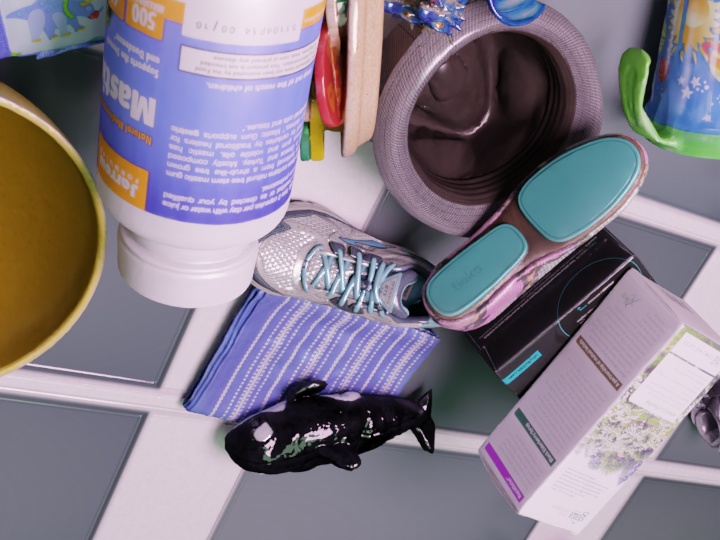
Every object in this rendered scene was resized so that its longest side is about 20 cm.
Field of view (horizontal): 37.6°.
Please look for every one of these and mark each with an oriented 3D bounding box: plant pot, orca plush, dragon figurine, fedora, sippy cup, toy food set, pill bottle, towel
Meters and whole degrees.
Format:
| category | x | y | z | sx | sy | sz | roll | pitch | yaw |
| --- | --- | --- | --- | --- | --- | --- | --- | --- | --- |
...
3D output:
| category | x | y | z | sx | sy | sz | roll | pitch | yaw |
| --- | --- | --- | --- | --- | --- | --- | --- | --- | --- |
| plant pot | -0.267 | -0.047 | 0.639 | 0.199 | 0.142 | 0.201 | -13 | 127 | -18 |
| orca plush | -0.014 | 0.158 | 0.928 | 0.199 | 0.071 | 0.106 | 8 | 121 | -31 |
| dragon figurine | 0.091 | -0.196 | 0.674 | 0.200 | 0.059 | 0.100 | -18 | 136 | -49 |
| fedora | 0.080 | -0.126 | 0.786 | 0.177 | 0.090 | 0.200 | -47 | 136 | 11 |
| sippy cup | 0.295 | -0.172 | 0.843 | 0.178 | 0.139 | 0.131 | -40 | 131 | -50 |
| toy food set | -0.013 | -0.166 | 0.652 | 0.048 | 0.199 | 0.200 | 2 | 159 | -3 |
| pill bottle | -0.087 | -0.082 | 0.583 | 0.111 | 0.112 | 0.201 | -3 | 126 | -24 |
| towel | -0.039 | 0.087 | 0.919 | 0.199 | 0.024 | 0.145 | 19 | 113 | -35 |

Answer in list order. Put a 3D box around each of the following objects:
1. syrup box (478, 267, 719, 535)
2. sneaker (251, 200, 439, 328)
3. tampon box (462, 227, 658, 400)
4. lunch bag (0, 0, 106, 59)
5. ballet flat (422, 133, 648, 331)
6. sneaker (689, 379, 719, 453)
| category | x | y | z | sx | sy | sz | roll | pitch | yaw |
| --- | --- | --- | --- | --- | --- | --- | --- | --- | --- |
| syrup box | 0.192 | 0.107 | 0.842 | 0.079 | 0.082 | 0.200 | 26 | 110 | -34 |
| sneaker | 0.000 | 0.000 | 0.829 | 0.199 | 0.086 | 0.078 | 13 | 98 | -35 |
| tampon box | 0.192 | 0.053 | 0.940 | 0.150 | 0.126 | 0.200 | -41 | 131 | 6 |
| lunch bag | -0.142 | -0.228 | 0.586 | 0.169 | 0.127 | 0.201 | -15 | 118 | -17 |
| ballet flat | 0.133 | -0.026 | 0.801 | 0.200 | 0.069 | 0.071 | -42 | 155 | 12 |
| sneaker | 0.434 | 0.162 | 1.171 | 0.114 | 0.076 | 0.200 | -41 | 124 | 6 |
